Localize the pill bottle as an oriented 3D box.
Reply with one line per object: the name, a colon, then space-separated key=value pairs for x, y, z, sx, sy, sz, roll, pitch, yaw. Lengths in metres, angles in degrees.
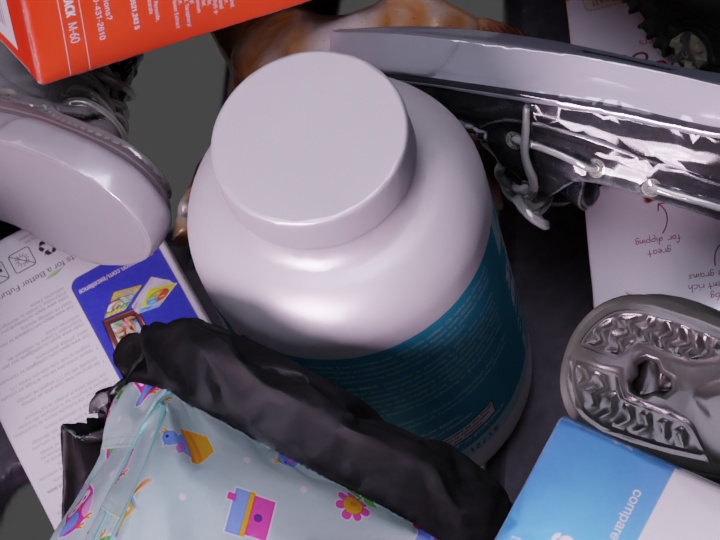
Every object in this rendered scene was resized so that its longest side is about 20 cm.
pill bottle: x=0.000 y=0.000 z=0.938 sx=0.110 sy=0.200 sz=0.111 roll=-4 pitch=62 yaw=9

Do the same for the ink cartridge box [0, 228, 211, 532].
ink cartridge box: x=-0.093 y=0.060 z=1.020 sx=0.094 sy=0.037 sz=0.200 roll=-29 pitch=59 yaw=-5

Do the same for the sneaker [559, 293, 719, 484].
sneaker: x=0.175 y=0.064 z=0.890 sx=0.199 sy=0.114 sz=0.076 roll=19 pitch=92 yaw=18

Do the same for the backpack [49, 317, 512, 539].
backpack: x=-0.053 y=0.131 z=0.861 sx=0.167 sy=0.127 sz=0.200 roll=28 pitch=75 yaw=-1

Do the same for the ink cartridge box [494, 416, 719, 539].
ink cartridge box: x=0.146 y=0.148 z=0.863 sx=0.200 sy=0.145 sz=0.084 roll=23 pitch=70 yaw=21

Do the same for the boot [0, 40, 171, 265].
boot: x=-0.123 y=-0.066 z=1.039 sx=0.200 sy=0.074 sz=0.096 roll=17 pitch=58 yaw=48

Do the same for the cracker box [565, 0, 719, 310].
cracker box: x=0.156 y=-0.047 z=1.013 sx=0.133 sy=0.058 sz=0.201 roll=-7 pitch=62 yaw=8

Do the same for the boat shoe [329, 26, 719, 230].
boat shoe: x=0.078 y=-0.051 z=0.963 sx=0.199 sy=0.074 sz=0.068 roll=11 pitch=100 yaw=15

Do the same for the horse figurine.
horse figurine: x=-0.003 y=-0.076 z=1.062 sx=0.199 sy=0.050 sz=0.133 roll=-3 pitch=57 yaw=15

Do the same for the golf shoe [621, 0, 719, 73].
golf shoe: x=0.188 y=-0.103 z=0.975 sx=0.200 sy=0.077 sz=0.088 roll=28 pitch=44 yaw=25

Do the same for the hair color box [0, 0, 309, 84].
hair color box: x=-0.067 y=-0.151 z=1.057 sx=0.199 sy=0.064 sz=0.111 roll=-20 pitch=34 yaw=-19
